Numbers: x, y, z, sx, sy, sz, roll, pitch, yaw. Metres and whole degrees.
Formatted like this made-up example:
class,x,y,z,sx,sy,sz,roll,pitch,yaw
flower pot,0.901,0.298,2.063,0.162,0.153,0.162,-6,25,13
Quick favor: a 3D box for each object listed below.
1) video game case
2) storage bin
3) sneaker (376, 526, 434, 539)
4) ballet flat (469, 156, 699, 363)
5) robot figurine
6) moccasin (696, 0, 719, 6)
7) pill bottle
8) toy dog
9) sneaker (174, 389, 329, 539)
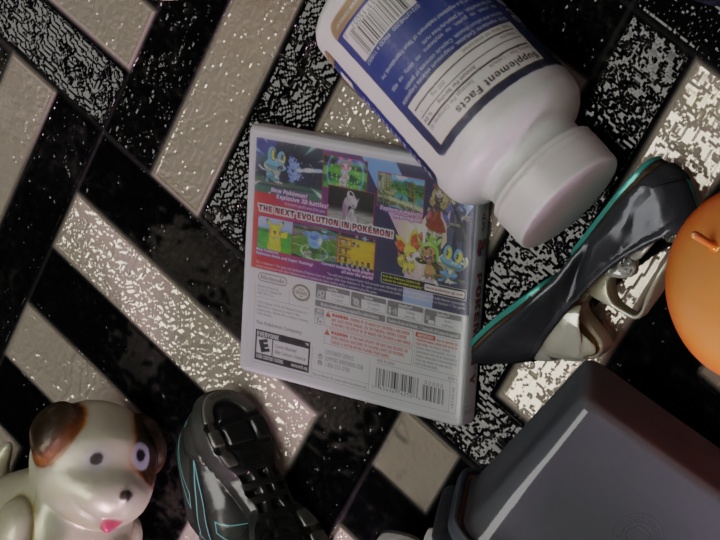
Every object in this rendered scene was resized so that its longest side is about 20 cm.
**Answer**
class,x,y,z,sx,sy,sz,roll,pitch,yaw
video game case,0.000,0.000,1.452,0.199,0.023,0.184,13,106,34
storage bin,0.167,0.157,1.289,0.199,0.146,0.135,36,109,-3
sneaker,0.048,0.227,1.369,0.075,0.093,0.200,28,164,-10
ballet flat,0.149,0.014,1.321,0.073,0.073,0.200,52,121,16
robot figurine,0.247,0.004,1.164,0.116,0.199,0.145,26,112,29
moccasin,0.162,-0.237,1.262,0.200,0.068,0.081,38,118,25
pill bottle,0.071,-0.115,1.324,0.200,0.111,0.111,49,122,18
toy dog,-0.226,0.187,1.598,0.200,0.139,0.195,-51,33,33
sneaker,-0.080,0.189,1.525,0.079,0.075,0.202,-40,67,45
